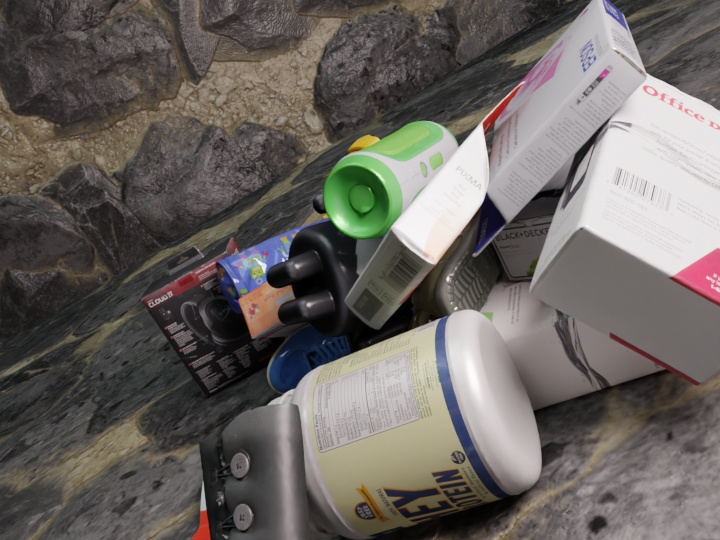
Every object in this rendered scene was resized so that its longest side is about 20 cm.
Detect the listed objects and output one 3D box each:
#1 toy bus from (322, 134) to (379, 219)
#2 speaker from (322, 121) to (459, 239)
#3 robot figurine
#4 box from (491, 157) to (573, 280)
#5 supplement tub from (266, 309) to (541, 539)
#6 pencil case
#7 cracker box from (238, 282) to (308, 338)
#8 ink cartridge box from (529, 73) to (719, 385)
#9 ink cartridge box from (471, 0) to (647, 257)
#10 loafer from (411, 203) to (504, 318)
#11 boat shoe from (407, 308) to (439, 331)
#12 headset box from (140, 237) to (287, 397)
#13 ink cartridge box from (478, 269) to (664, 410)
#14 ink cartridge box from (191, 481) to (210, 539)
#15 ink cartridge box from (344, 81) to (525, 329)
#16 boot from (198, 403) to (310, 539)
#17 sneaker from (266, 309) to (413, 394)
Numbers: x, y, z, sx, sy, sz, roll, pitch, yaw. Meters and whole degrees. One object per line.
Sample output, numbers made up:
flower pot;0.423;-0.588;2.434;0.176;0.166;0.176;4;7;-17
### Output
toy bus;0.010;-0.076;1.180;0.192;0.201;0.136;-40;16;-8
speaker;0.037;-0.097;0.789;0.088;0.089;0.200;-19;11;31
robot figurine;0.000;-0.002;0.843;0.198;0.152;0.125;-18;39;-31
box;0.225;-0.070;0.732;0.199;0.061;0.116;-37;17;-31
supplement tub;0.031;0.131;0.628;0.198;0.146;0.145;-24;18;21
pencil case;-0.099;-0.007;1.071;0.198;0.087;0.078;-22;-29;-19
cracker box;-0.047;0.034;1.011;0.133;0.058;0.199;-30;-14;23
ink cartridge box;0.228;-0.041;0.582;0.201;0.144;0.084;-60;-3;-39
ink cartridge box;0.156;-0.133;0.678;0.200;0.043;0.197;-48;11;30
loafer;0.111;-0.025;0.767;0.069;0.076;0.200;-8;28;45
boat shoe;0.128;0.043;0.873;0.067;0.073;0.200;22;37;27
headset box;-0.215;0.062;1.142;0.147;0.202;0.077;-28;16;7
ink cartridge box;0.191;0.044;0.713;0.198;0.085;0.146;-23;19;24
ink cartridge box;-0.105;0.214;0.789;0.159;0.048;0.200;-20;18;30
ink cartridge box;0.076;-0.052;0.681;0.200;0.050;0.162;-46;-5;-26
boot;-0.041;0.190;0.533;0.163;0.066;0.202;-22;57;24
sneaker;-0.025;0.092;0.939;0.198;0.078;0.111;-26;3;-7
